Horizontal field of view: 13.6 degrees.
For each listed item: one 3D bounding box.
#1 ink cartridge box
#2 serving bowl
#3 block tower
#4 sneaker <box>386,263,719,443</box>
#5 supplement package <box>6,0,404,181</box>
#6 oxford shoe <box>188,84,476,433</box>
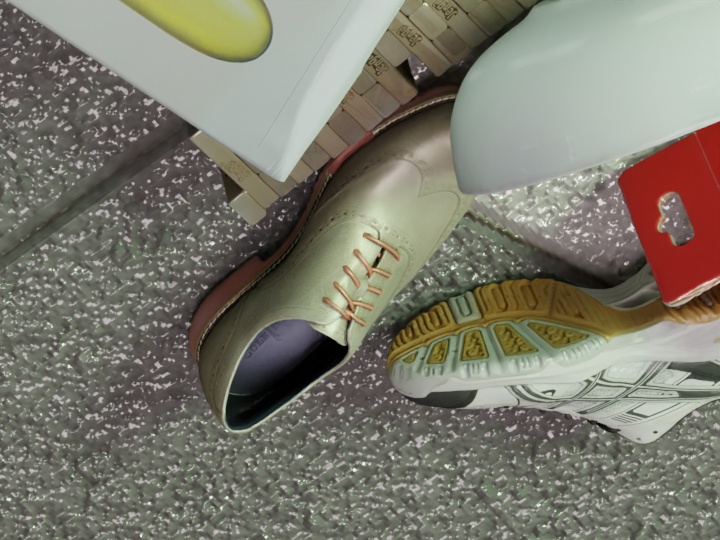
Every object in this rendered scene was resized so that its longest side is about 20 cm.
[{"bbox_3d":[0.229,-0.037,1.386,0.199,0.116,0.067,-26,124,9],"label":"ink cartridge box"},{"bbox_3d":[0.125,-0.098,1.298,0.199,0.200,0.066,-21,96,5],"label":"serving bowl"},{"bbox_3d":[0.006,-0.108,1.339,0.200,0.054,0.058,-39,120,15],"label":"block tower"},{"bbox_3d":[0.113,0.051,1.449,0.199,0.076,0.088,-9,124,-3],"label":"sneaker"},{"bbox_3d":[-0.051,-0.182,1.186,0.199,0.147,0.192,33,115,-2],"label":"supplement package"},{"bbox_3d":[0.000,0.000,1.397,0.071,0.074,0.200,31,114,-26],"label":"oxford shoe"}]
